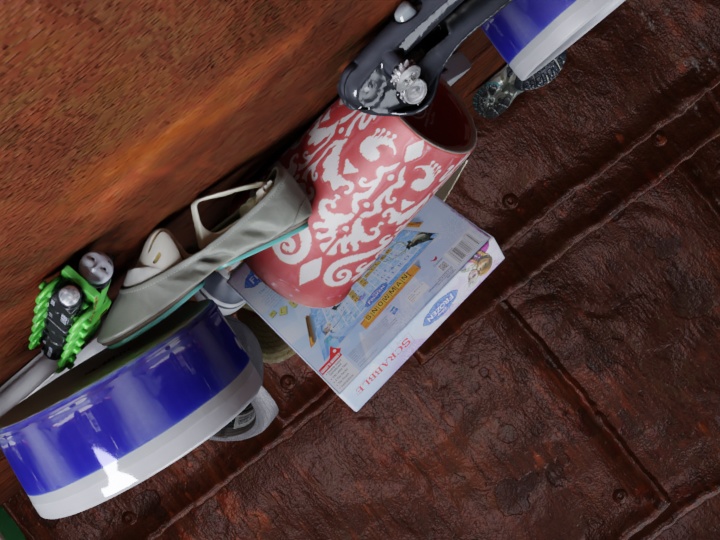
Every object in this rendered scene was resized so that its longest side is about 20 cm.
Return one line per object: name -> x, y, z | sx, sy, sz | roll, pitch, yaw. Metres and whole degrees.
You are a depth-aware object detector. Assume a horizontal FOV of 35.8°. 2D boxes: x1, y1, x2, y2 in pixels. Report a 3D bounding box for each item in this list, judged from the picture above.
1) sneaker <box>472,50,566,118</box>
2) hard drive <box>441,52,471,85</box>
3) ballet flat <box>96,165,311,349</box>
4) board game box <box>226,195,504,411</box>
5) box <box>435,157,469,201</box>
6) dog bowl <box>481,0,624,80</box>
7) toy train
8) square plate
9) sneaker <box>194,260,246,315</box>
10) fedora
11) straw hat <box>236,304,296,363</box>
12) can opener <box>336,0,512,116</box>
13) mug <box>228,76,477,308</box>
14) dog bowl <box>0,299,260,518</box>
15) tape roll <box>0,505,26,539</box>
sneaker -> 0.291, -0.363, 2.042 | 0.199, 0.078, 0.086 | -31, -164, 33
hard drive -> 0.031, -0.169, 1.291 | 0.200, 0.026, 0.132 | -39, 180, 36
ballet flat -> -0.129, -0.017, 0.865 | 0.199, 0.064, 0.067 | -34, -166, -19
board game box -> 0.000, 0.000, 1.063 | 0.200, 0.199, 0.041 | -45, 140, -5
box -> 0.038, -0.085, 1.220 | 0.078, 0.094, 0.201 | -83, -165, -48
dog bowl -> 0.221, -0.290, 1.154 | 0.200, 0.079, 0.200 | -39, 180, 0
toy train -> -0.204, 0.030, 0.796 | 0.056, 0.042, 0.200 | -50, -176, -23
square plate -> -0.294, 0.098, 1.073 | 0.198, 0.029, 0.200 | -39, 180, 8
sneaker -> -0.104, -0.025, 1.198 | 0.080, 0.078, 0.200 | -53, 180, 31
fedora -> -0.167, 0.097, 1.167 | 0.176, 0.200, 0.091 | -8, -129, 29
straw hat -> -0.126, 0.007, 1.326 | 0.085, 0.202, 0.201 | 19, 136, -38
can opener -> 0.062, -0.183, 0.776 | 0.200, 0.079, 0.063 | -42, 141, 7
mug -> -0.011, -0.096, 0.960 | 0.133, 0.178, 0.200 | 11, 138, -39
dog bowl -> -0.183, 0.106, 0.882 | 0.199, 0.079, 0.200 | -29, -173, 4
tape roll -> -0.328, 0.237, 0.852 | 0.048, 0.201, 0.200 | -38, 180, 11
